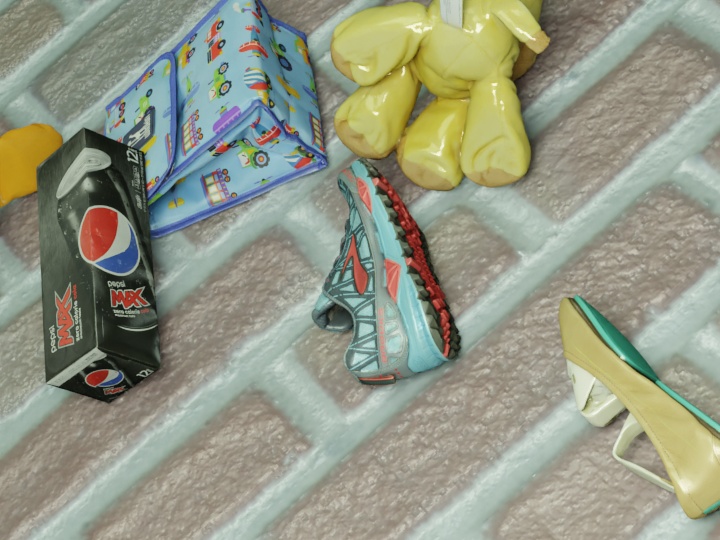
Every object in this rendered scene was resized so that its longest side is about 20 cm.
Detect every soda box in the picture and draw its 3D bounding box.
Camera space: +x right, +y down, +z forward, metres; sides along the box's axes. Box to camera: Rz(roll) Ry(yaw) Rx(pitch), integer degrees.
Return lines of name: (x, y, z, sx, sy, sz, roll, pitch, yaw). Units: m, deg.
soda box: (-0.204, -0.005, 1.628, 0.071, 0.063, 0.201, -34, 51, 36)

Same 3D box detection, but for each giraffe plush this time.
giraffe plush: (0.081, -0.179, 1.594, 0.171, 0.201, 0.162, 24, 37, 9)

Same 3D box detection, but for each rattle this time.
rattle: (-0.372, -0.062, 1.818, 0.200, 0.130, 0.143, -33, 24, 42)

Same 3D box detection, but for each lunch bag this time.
lunch bag: (-0.137, -0.113, 1.721, 0.199, 0.094, 0.151, -31, 44, 22)

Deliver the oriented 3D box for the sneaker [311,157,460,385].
sneaker: (0.000, 0.000, 1.533, 0.095, 0.079, 0.201, -28, 44, 10)

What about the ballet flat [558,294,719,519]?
ballet flat: (0.174, 0.087, 1.366, 0.063, 0.069, 0.200, -49, 43, 5)
